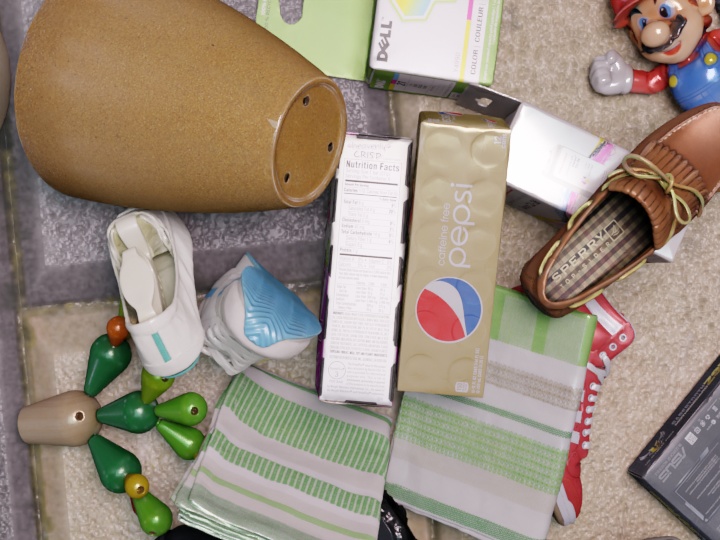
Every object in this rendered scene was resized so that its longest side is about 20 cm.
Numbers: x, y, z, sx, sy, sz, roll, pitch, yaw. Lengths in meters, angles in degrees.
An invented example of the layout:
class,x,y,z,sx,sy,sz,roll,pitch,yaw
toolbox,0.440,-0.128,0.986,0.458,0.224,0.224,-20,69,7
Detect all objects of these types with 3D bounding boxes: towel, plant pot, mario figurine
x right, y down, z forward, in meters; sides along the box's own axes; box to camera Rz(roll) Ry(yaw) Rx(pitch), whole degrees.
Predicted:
class,x,y,z,sx,sy,sz,roll,pitch,yaw
towel,-0.051,0.148,0.874,0.151,0.200,0.024,21,116,-3
plant pot,-0.115,-0.119,0.836,0.198,0.186,0.188,18,88,28
towel,0.102,0.112,0.911,0.148,0.031,0.202,17,101,26
mario figurine,0.267,-0.161,0.932,0.123,0.106,0.201,-35,92,-1

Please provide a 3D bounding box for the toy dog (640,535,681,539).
class,x,y,z,sx,sy,sz,roll,pitch,yaw
toy dog,0.173,0.278,0.917,0.198,0.132,0.097,-13,77,15

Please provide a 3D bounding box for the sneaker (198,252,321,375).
class,x,y,z,sx,sy,sz,roll,pitch,yaw
sneaker,-0.085,0.043,0.867,0.076,0.200,0.081,41,89,-9

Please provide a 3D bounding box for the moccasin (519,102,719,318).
class,x,y,z,sx,sy,sz,roll,pitch,yaw
moccasin,0.199,-0.046,0.823,0.201,0.078,0.074,-37,91,-1

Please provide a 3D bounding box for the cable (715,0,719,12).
class,x,y,z,sx,sy,sz,roll,pitch,yaw
cable,0.398,-0.275,0.972,0.197,0.051,0.165,-3,84,0

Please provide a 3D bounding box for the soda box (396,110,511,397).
class,x,y,z,sx,sy,sz,roll,pitch,yaw
soda box,0.067,-0.013,0.844,0.067,0.064,0.203,5,105,1

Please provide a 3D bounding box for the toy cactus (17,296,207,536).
class,x,y,z,sx,sy,sz,roll,pitch,yaw
toy cactus,-0.196,0.112,0.926,0.163,0.102,0.203,-8,92,16

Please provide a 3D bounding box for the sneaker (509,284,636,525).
class,x,y,z,sx,sy,sz,roll,pitch,yaw
sneaker,0.181,0.103,0.941,0.111,0.071,0.202,-16,94,-5

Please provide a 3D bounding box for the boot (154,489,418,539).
class,x,y,z,sx,sy,sz,roll,pitch,yaw
boot,-0.044,0.231,0.916,0.200,0.076,0.168,43,98,-8

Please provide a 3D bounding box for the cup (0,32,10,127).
class,x,y,z,sx,sy,sz,roll,pitch,yaw
cup,-0.390,-0.162,0.883,0.198,0.143,0.203,0,89,-2

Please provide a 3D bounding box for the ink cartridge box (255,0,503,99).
class,x,y,z,sx,sy,sz,roll,pitch,yaw
ink cartridge box,0.015,-0.230,0.935,0.197,0.076,0.150,7,89,-4

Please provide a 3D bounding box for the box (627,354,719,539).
class,x,y,z,sx,sy,sz,roll,pitch,yaw
box,0.348,0.146,0.957,0.157,0.051,0.200,40,87,-1

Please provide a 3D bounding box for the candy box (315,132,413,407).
class,x,y,z,sx,sy,sz,roll,pitch,yaw
candy box,0.000,0.000,0.902,0.060,0.136,0.203,5,88,-3

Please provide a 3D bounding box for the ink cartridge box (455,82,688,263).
class,x,y,z,sx,sy,sz,roll,pitch,yaw
ink cartridge box,0.160,-0.076,0.920,0.198,0.116,0.068,26,89,-1

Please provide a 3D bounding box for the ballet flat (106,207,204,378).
class,x,y,z,sx,sy,sz,roll,pitch,yaw
ballet flat,-0.163,-0.006,0.871,0.069,0.201,0.070,-11,132,-12
